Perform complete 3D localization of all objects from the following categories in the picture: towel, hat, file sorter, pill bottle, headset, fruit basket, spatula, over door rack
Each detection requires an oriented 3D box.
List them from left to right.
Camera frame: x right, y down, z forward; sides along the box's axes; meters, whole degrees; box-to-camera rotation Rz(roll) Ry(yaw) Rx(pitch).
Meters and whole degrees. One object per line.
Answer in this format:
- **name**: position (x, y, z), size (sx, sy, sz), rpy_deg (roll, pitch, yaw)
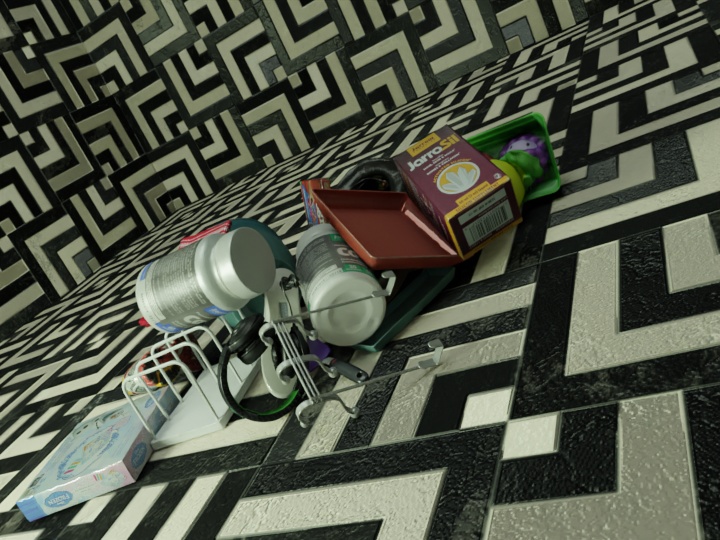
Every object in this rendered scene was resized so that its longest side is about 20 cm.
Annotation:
- **towel**: position (-0.306, 0.006, 1.183), size (0.142, 0.022, 0.204), rpy_deg (-15, 44, 40)
- **file sorter**: position (-0.259, 0.154, 1.060), size (0.136, 0.127, 0.201), rpy_deg (-21, 20, 22)
- **pill bottle**: position (-0.225, 0.014, 0.986), size (0.196, 0.116, 0.114), rpy_deg (-19, 19, 32)
- **headset**: position (-0.125, 0.103, 0.926), size (0.093, 0.121, 0.205), rpy_deg (-8, 61, 65)
- **spatula**: position (-0.044, 0.133, 0.961), size (0.056, 0.021, 0.198), rpy_deg (-42, 22, -20)
- **pill bottle**: position (-0.038, 0.013, 1.011), size (0.111, 0.115, 0.201), rpy_deg (-28, 31, -1)
- **over door rack**: position (-0.012, 0.101, 0.848), size (0.196, 0.068, 0.149), rpy_deg (-21, 48, -16)
- **hat**: position (0.021, -0.118, 1.297), size (0.196, 0.081, 0.204), rpy_deg (-16, 48, 18)
- **fruit basket**: position (0.232, -0.163, 1.145), size (0.210, 0.160, 0.216), rpy_deg (-15, -2, -1)

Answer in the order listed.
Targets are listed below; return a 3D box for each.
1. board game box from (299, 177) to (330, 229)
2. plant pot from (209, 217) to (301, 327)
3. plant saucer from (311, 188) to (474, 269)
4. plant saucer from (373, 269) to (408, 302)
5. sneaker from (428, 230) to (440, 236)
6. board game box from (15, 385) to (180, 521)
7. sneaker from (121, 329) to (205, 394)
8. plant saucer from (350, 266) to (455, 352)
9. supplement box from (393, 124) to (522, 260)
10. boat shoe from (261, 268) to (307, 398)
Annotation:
- **board game box**: position (-0.068, -0.068, 1.252), size (0.019, 0.206, 0.102), rpy_deg (-15, 11, -27)
- **plant pot**: position (-0.198, 0.021, 1.230), size (0.197, 0.203, 0.187), rpy_deg (-32, 24, -14)
- **plant saucer**: position (0.044, -0.061, 1.031), size (0.196, 0.037, 0.200), rpy_deg (-3, 35, -34)
- **plant saucer**: position (0.000, 0.000, 1.117), size (0.197, 0.032, 0.203), rpy_deg (-30, 38, 26)
- **sneaker**: position (0.113, -0.056, 1.162), size (0.197, 0.078, 0.080), rpy_deg (4, 31, 46)
- **board game box**: position (-0.404, 0.282, 1.062), size (0.195, 0.044, 0.201), rpy_deg (-24, 18, 14)
- **sneaker**: position (-0.345, 0.163, 1.188), size (0.081, 0.079, 0.199), rpy_deg (-28, -4, 20)
- **plant saucer**: position (0.065, 0.057, 1.009), size (0.199, 0.019, 0.069), rpy_deg (-40, 20, -31)
- **supplement box**: position (0.144, -0.125, 1.028), size (0.109, 0.086, 0.201), rpy_deg (-32, 41, -2)
- **boat shoe**: position (-0.119, 0.099, 1.011), size (0.070, 0.204, 0.069), rpy_deg (-7, -30, -10)
